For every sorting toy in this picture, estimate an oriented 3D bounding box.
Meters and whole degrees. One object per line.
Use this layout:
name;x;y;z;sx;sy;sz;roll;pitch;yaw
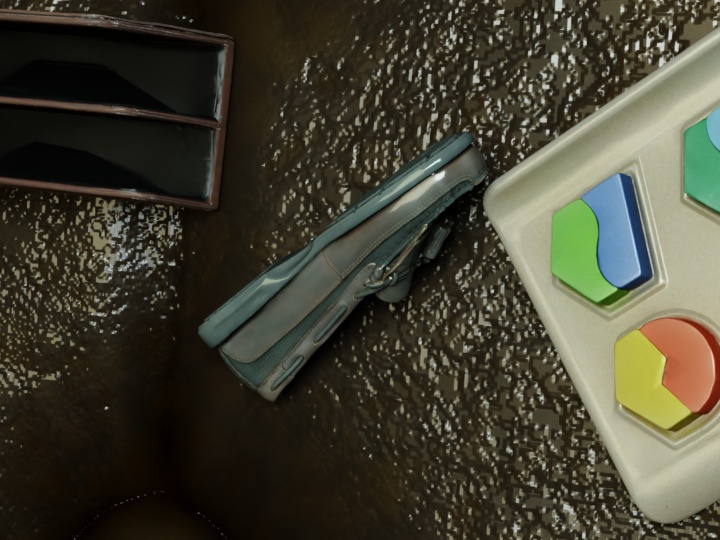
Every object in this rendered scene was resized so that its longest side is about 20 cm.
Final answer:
sorting toy;0.173;0.000;1.024;0.185;0.036;0.201;-34;74;23

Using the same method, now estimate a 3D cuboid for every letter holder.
letter holder;-0.194;-0.096;1.160;0.199;0.142;0.101;7;92;27

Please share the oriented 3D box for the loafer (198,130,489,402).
loafer;0.000;0.000;1.107;0.200;0.072;0.063;-36;93;30
